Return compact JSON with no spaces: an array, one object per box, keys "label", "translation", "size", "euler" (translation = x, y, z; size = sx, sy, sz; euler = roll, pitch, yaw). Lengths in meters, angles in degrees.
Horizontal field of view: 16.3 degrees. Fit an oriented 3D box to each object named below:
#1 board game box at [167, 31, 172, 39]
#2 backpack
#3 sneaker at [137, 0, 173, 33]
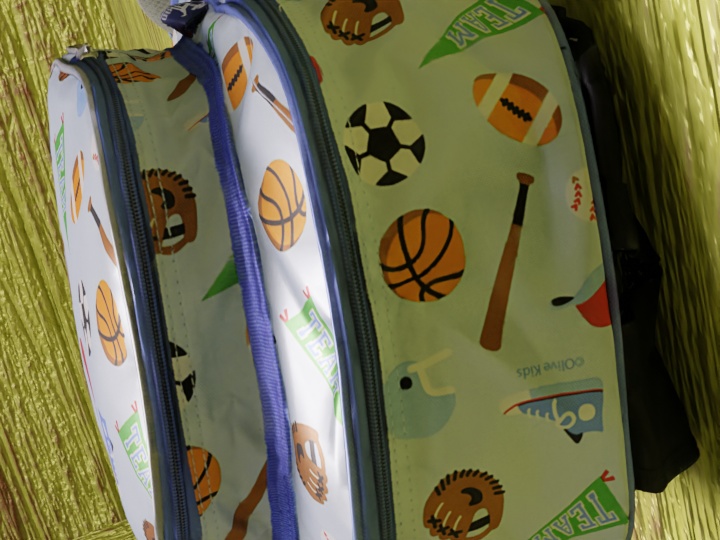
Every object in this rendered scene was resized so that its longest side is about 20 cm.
[{"label":"board game box","translation":[-0.129,-0.245,1.320],"size":[0.200,0.057,0.166],"euler":[68,177,-47]},{"label":"backpack","translation":[0.000,0.000,0.650],"size":[0.190,0.153,0.201],"euler":[-168,62,-71]},{"label":"sneaker","translation":[-0.082,-0.197,1.185],"size":[0.201,0.070,0.080],"euler":[82,-176,-46]}]
